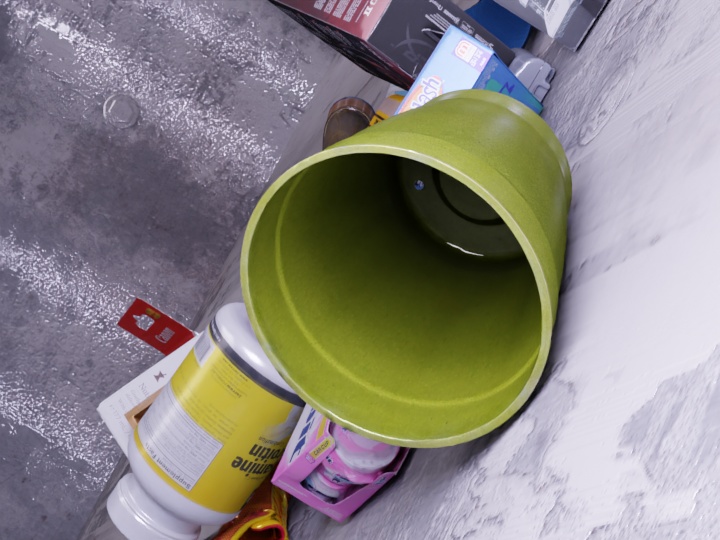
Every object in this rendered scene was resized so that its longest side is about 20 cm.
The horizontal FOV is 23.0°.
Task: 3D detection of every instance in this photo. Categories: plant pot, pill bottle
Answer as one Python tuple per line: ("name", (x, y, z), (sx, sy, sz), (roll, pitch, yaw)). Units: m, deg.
("plant pot", (0.052, -0.023, 1.135), (0.201, 0.200, 0.193), (-54, -2, 35))
("pill bottle", (-0.120, 0.134, 1.439), (0.201, 0.112, 0.112), (-54, 10, 15))

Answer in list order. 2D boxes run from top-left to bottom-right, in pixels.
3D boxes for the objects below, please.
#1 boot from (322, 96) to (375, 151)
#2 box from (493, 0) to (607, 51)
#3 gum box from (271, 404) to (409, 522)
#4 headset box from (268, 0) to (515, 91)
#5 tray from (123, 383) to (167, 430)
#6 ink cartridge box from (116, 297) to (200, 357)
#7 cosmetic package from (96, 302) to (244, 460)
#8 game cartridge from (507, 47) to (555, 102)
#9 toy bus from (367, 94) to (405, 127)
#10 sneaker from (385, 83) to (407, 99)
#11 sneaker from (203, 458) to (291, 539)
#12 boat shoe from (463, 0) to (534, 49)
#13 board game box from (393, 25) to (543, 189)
("boot", (-0.018, -0.070, 1.838), (0.097, 0.074, 0.202), (-77, -12, -55))
("box", (0.135, -0.301, 1.455), (0.159, 0.199, 0.050), (-57, 5, 13))
("gum box", (0.010, 0.085, 1.341), (0.114, 0.066, 0.201), (-49, 14, 56))
("headset box", (0.029, -0.212, 1.540), (0.075, 0.148, 0.200), (-58, 38, 0))
("tray", (-0.094, 0.109, 1.523), (0.199, 0.099, 0.037), (-35, -14, 3))
("ink cartridge box", (-0.175, 0.112, 1.895), (0.050, 0.199, 0.161), (-63, 9, -19))
("cosmetic package", (-0.119, 0.112, 1.587), (0.199, 0.113, 0.081), (-37, -12, 5))
("game cartridge", (0.101, -0.104, 1.561), (0.201, 0.040, 0.133), (-59, 5, 8))
("toy bus", (0.043, -0.111, 1.596), (0.079, 0.065, 0.200), (-58, 8, 3))
("sneaker", (0.046, -0.133, 1.829), (0.131, 0.079, 0.200), (-61, 8, -13))
("sneaker", (-0.086, 0.221, 1.521), (0.076, 0.073, 0.201), (-17, 26, 26))
("boat shoe", (0.129, -0.215, 1.676), (0.200, 0.084, 0.069), (-44, -18, -41))
("board game box", (0.070, -0.096, 1.391), (0.153, 0.045, 0.200), (-57, -18, 3))
